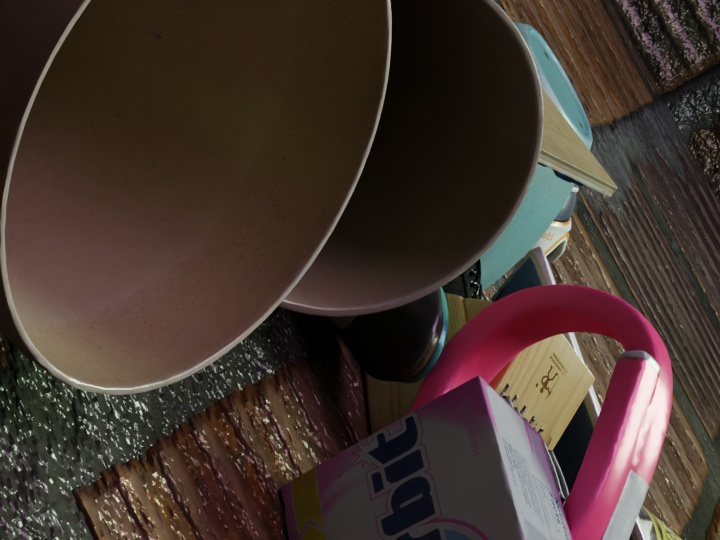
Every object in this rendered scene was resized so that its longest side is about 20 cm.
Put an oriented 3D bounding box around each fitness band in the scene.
[{"bbox_3d":[0.076,0.093,0.994,0.037,0.143,0.201,46,57,-37],"label":"fitness band"}]

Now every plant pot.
[{"bbox_3d":[-0.023,-0.105,1.059,0.188,0.187,0.200,52,5,-30],"label":"plant pot"},{"bbox_3d":[0.081,-0.097,1.394,0.200,0.134,0.200,54,17,-26],"label":"plant pot"},{"bbox_3d":[-0.103,-0.072,0.758,0.134,0.201,0.200,28,-2,30],"label":"plant pot"}]

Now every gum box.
[{"bbox_3d":[0.039,0.153,0.891,0.066,0.113,0.201,44,23,-43],"label":"gum box"}]

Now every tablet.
[{"bbox_3d":[0.125,0.094,1.188,0.130,0.014,0.201,118,-46,-74],"label":"tablet"}]

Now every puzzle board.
[{"bbox_3d":[0.066,-0.120,1.223,0.200,0.017,0.151,21,30,-52],"label":"puzzle board"}]

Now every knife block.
[{"bbox_3d":[0.040,0.100,1.106,0.199,0.176,0.064,10,-33,48],"label":"knife block"}]

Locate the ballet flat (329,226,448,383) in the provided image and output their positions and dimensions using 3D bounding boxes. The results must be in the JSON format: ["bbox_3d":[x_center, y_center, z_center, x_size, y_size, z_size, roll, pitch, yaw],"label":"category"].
[{"bbox_3d":[0.000,0.000,1.122,0.068,0.068,0.200,32,15,-17],"label":"ballet flat"}]

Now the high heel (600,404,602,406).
[{"bbox_3d":[0.120,0.109,1.354,0.095,0.068,0.200,22,0,9],"label":"high heel"}]

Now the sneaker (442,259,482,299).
[{"bbox_3d":[0.059,-0.022,1.257,0.200,0.104,0.060,52,19,-30],"label":"sneaker"}]

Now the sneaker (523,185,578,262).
[{"bbox_3d":[0.125,-0.053,1.573,0.200,0.078,0.080,-78,-178,-85],"label":"sneaker"}]

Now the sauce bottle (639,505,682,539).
[{"bbox_3d":[0.175,0.186,1.340,0.200,0.066,0.066,42,25,-53],"label":"sauce bottle"}]
